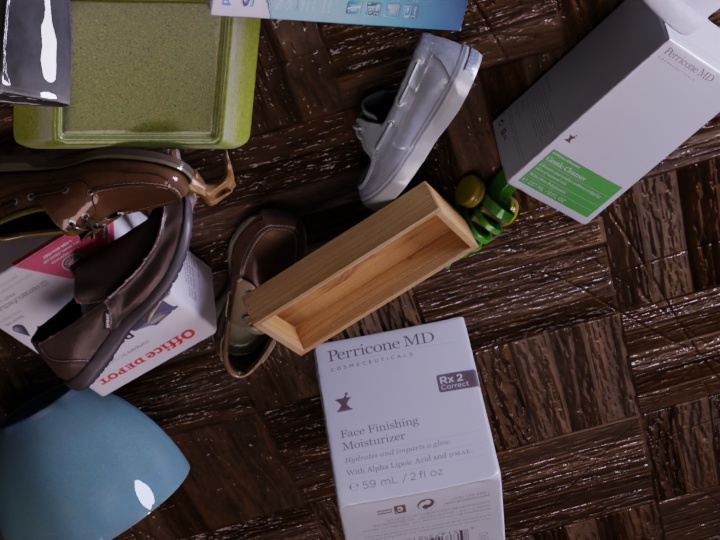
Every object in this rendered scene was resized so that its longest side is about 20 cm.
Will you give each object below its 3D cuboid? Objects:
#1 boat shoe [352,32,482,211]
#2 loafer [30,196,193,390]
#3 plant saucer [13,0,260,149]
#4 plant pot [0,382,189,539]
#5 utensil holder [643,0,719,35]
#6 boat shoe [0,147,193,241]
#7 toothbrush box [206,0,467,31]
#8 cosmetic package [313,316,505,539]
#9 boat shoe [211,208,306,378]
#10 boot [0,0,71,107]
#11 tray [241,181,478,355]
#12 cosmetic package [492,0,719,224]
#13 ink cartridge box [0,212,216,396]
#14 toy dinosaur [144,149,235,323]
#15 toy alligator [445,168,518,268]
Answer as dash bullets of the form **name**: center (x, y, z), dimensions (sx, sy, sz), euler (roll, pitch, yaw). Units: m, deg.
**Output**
- **boat shoe**: center (0.034, -0.133, 1.464), dimensions (0.071, 0.070, 0.201), euler (28, 135, -7)
- **loafer**: center (-0.213, 0.013, 1.430), dimensions (0.071, 0.073, 0.200), euler (31, 103, -22)
- **plant saucer**: center (-0.177, -0.171, 1.346), dimensions (0.199, 0.048, 0.200), euler (-1, 129, -12)
- **plant pot**: center (-0.291, 0.190, 1.686), dimensions (0.200, 0.200, 0.135), euler (-25, 101, 16)
- **utensil holder**: center (0.274, -0.301, 1.237), dimensions (0.200, 0.170, 0.170), euler (-36, 134, 24)
- **boat shoe**: center (-0.230, -0.056, 1.399), dimensions (0.199, 0.068, 0.072), euler (-3, 154, 27)
- **toothbrush box**: center (-0.013, -0.266, 1.250), dimensions (0.199, 0.085, 0.147), euler (0, 126, -15)
- **cosmetic package**: center (0.051, 0.185, 1.725), dimensions (0.164, 0.200, 0.165), euler (-11, 141, -1)
- **boat shoe**: center (-0.094, 0.027, 1.604), dimensions (0.075, 0.074, 0.200), euler (2, 138, -16)
- **boot**: center (-0.280, -0.223, 1.182), dimensions (0.181, 0.073, 0.201), euler (9, 95, -21)
- **tray**: center (0.000, 0.000, 1.531), dimensions (0.200, 0.037, 0.099), euler (-31, 151, 13)
- **cosmetic package**: center (0.223, -0.145, 1.471), dimensions (0.107, 0.085, 0.200), euler (24, 130, -31)
- **ink cartridge box**: center (-0.247, 0.013, 1.543), dimensions (0.145, 0.085, 0.200), euler (-29, 137, 20)
- **toy dinosaur**: center (-0.162, -0.066, 1.481), dimensions (0.106, 0.060, 0.201), euler (-14, 111, -4)
- **toy alligator**: center (0.088, -0.031, 1.595), dimensions (0.059, 0.054, 0.200), euler (28, 126, -37)
